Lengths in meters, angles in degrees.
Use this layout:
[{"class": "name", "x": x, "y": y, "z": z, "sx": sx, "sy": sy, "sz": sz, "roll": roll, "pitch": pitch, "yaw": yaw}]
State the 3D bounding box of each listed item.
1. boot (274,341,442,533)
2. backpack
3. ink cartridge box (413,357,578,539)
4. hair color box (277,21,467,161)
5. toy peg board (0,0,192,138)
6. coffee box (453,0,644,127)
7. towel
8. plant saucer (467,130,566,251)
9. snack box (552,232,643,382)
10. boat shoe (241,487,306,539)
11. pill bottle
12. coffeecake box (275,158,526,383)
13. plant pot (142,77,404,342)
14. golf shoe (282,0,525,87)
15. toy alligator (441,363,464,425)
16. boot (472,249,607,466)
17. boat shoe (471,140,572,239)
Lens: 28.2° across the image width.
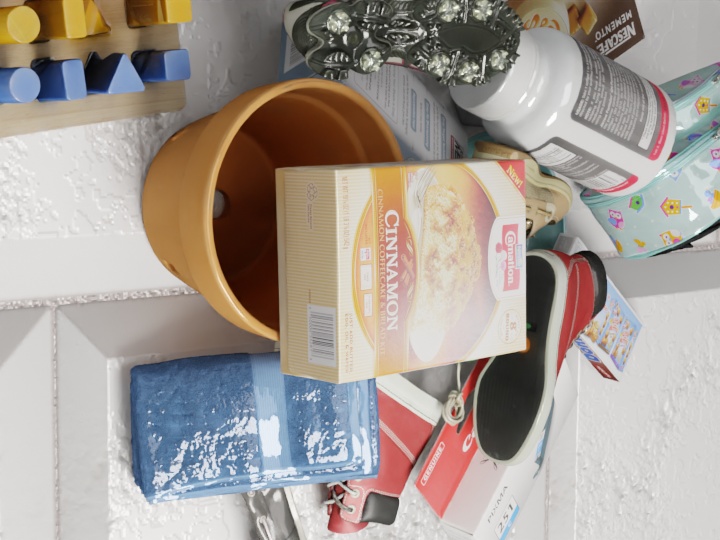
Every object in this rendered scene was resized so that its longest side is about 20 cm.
[{"class": "boot", "x": -0.018, "y": 0.147, "z": 1.244, "sx": 0.200, "sy": 0.072, "sz": 0.145, "roll": 36, "pitch": 73, "yaw": -41}, {"class": "backpack", "x": 0.320, "y": -0.107, "z": 1.452, "sx": 0.154, "sy": 0.176, "sz": 0.200, "roll": 51, "pitch": 61, "yaw": -14}, {"class": "ink cartridge box", "x": 0.134, "y": 0.159, "z": 1.363, "sx": 0.201, "sy": 0.045, "sz": 0.176, "roll": -61, "pitch": 150, "yaw": -19}, {"class": "hair color box", "x": 0.014, "y": -0.132, "z": 1.229, "sx": 0.200, "sy": 0.060, "sz": 0.099, "roll": 41, "pitch": 36, "yaw": -35}, {"class": "toy peg board", "x": -0.202, "y": -0.204, "z": 1.036, "sx": 0.199, "sy": 0.098, "sz": 0.201, "roll": -15, "pitch": 104, "yaw": -39}, {"class": "coffee box", "x": 0.170, "y": -0.231, "z": 1.367, "sx": 0.200, "sy": 0.079, "sz": 0.115, "roll": -35, "pitch": 117, "yaw": -32}, {"class": "towel", "x": -0.084, "y": 0.121, "z": 1.147, "sx": 0.199, "sy": 0.049, "sz": 0.112, "roll": -4, "pitch": 97, "yaw": -10}, {"class": "plant saucer", "x": 0.118, "y": -0.034, "z": 1.373, "sx": 0.199, "sy": 0.036, "sz": 0.201, "roll": -5, "pitch": 97, "yaw": -40}, {"class": "snack box", "x": 0.235, "y": 0.041, "z": 1.462, "sx": 0.200, "sy": 0.024, "sz": 0.072, "roll": 44, "pitch": 65, "yaw": -49}, {"class": "boat shoe", "x": -0.079, "y": 0.212, "z": 1.218, "sx": 0.057, "sy": 0.067, "sz": 0.201, "roll": -15, "pitch": 103, "yaw": -9}, {"class": "pill bottle", "x": 0.175, "y": -0.146, "z": 1.257, "sx": 0.199, "sy": 0.110, "sz": 0.111, "roll": 20, "pitch": 81, "yaw": -37}, {"class": "coffeecake box", "x": 0.035, "y": -0.006, "z": 1.095, "sx": 0.199, "sy": 0.073, "sz": 0.155, "roll": -7, "pitch": 98, "yaw": -41}, {"class": "plant pot", "x": -0.078, "y": -0.050, "z": 1.132, "sx": 0.199, "sy": 0.140, "sz": 0.202, "roll": -6, "pitch": 99, "yaw": -40}, {"class": "golf shoe", "x": 0.035, "y": -0.194, "z": 1.128, "sx": 0.199, "sy": 0.088, "sz": 0.078, "roll": -1, "pitch": 116, "yaw": -28}, {"class": "toy alligator", "x": 0.096, "y": 0.037, "z": 1.280, "sx": 0.059, "sy": 0.054, "sz": 0.201, "roll": 4, "pitch": 81, "yaw": -46}, {"class": "boot", "x": 0.175, "y": 0.080, "z": 1.326, "sx": 0.144, "sy": 0.072, "sz": 0.201, "roll": -1, "pitch": 106, "yaw": -58}, {"class": "boat shoe", "x": 0.138, "y": -0.063, "z": 1.291, "sx": 0.200, "sy": 0.071, "sz": 0.065, "roll": 23, "pitch": 83, "yaw": -64}]
